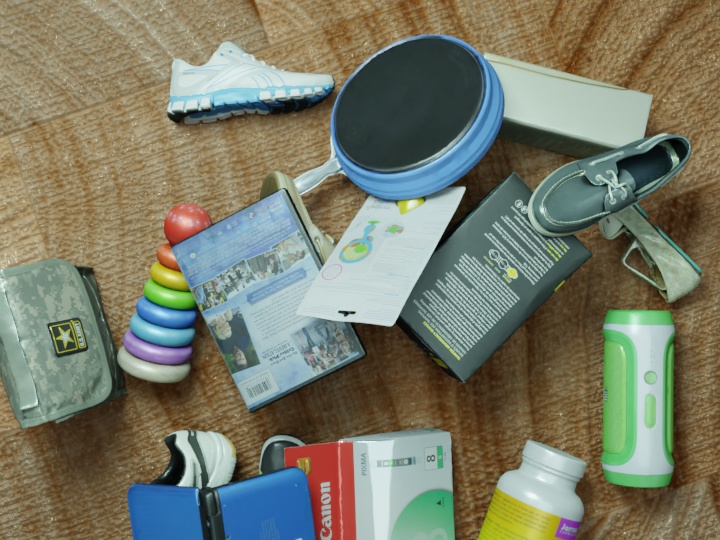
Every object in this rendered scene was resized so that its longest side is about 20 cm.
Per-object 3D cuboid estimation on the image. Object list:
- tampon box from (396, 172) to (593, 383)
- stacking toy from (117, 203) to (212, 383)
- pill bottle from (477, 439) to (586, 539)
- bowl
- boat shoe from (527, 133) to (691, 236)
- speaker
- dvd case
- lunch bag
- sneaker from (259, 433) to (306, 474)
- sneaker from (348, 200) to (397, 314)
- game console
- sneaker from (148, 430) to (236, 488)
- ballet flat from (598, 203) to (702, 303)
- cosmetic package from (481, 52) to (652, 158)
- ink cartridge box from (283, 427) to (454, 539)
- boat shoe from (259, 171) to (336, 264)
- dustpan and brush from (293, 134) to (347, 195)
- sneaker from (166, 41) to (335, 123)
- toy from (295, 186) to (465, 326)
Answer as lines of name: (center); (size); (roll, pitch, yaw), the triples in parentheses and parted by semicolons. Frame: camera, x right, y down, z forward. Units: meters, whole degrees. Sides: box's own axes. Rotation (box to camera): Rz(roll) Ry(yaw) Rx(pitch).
tampon box: (0.134, 0.011, 1.087); (0.200, 0.150, 0.126); (-44, 90, -3)
stacking toy: (-0.215, 0.020, 1.082); (0.085, 0.085, 0.201); (14, 102, -2)
pill bottle: (0.193, 0.303, 1.105); (0.104, 0.104, 0.201); (20, 88, -2)
bowl: (0.057, -0.174, 1.052); (0.200, 0.039, 0.201); (-13, 58, 21)
boat shoe: (0.267, -0.097, 1.017); (0.199, 0.062, 0.073); (-24, 85, -20)
speaker: (0.325, 0.147, 1.124); (0.088, 0.088, 0.201); (1, 88, -3)
dvd case: (-0.098, 0.032, 1.021); (0.142, 0.018, 0.201); (-27, 87, 6)
lunch bag: (-0.337, 0.079, 1.039); (0.117, 0.200, 0.165); (-17, 88, -3)
sneaker: (-0.077, 0.290, 1.103); (0.071, 0.083, 0.201); (-6, 89, -3)
sneaker: (0.000, 0.000, 1.122); (0.200, 0.083, 0.081); (-45, 71, 12)
game console: (-0.145, 0.318, 1.045); (0.170, 0.118, 0.201); (-10, 97, -28)
sneaker: (-0.213, 0.278, 1.089); (0.087, 0.075, 0.201); (21, 77, -35)
ballet flat: (0.324, -0.043, 1.142); (0.062, 0.067, 0.200); (-43, 90, 7)
cosmetic package: (0.224, -0.185, 1.121); (0.199, 0.104, 0.073); (13, 87, -3)
ink cartridge box: (0.014, 0.270, 1.087); (0.199, 0.050, 0.162); (-1, 89, -31)
boat shoe: (-0.061, -0.015, 1.069); (0.065, 0.072, 0.201); (-13, 84, -30)
dustpan and brush: (-0.005, -0.137, 1.129); (0.199, 0.057, 0.140); (-32, 90, -3)
sneaker: (-0.130, -0.228, 1.122); (0.199, 0.075, 0.087); (-5, 83, -3)
toy: (0.029, -0.011, 1.004); (0.115, 0.047, 0.200); (4, 50, 32)
